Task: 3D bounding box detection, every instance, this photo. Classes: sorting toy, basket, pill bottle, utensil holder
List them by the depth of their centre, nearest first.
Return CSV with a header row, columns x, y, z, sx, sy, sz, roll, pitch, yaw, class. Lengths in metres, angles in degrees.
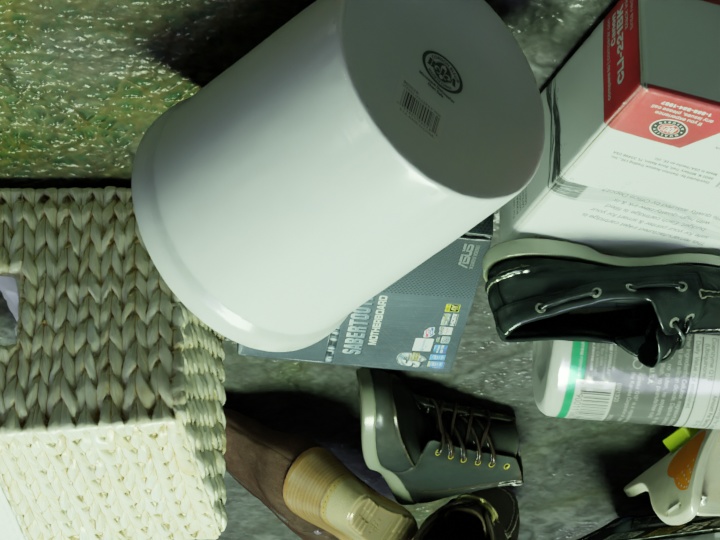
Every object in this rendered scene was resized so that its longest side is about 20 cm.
x,y,z,sx,sy,sz,roll,pitch,yaw,class
-0.012,-0.069,1.486,0.169,0.171,0.200,23,140,-32,utensil holder
-0.182,0.067,1.696,0.159,0.200,0.200,-5,148,5,basket
0.222,0.049,1.700,0.198,0.114,0.113,4,149,-5,pill bottle
0.291,0.150,1.906,0.198,0.108,0.180,2,164,-22,sorting toy

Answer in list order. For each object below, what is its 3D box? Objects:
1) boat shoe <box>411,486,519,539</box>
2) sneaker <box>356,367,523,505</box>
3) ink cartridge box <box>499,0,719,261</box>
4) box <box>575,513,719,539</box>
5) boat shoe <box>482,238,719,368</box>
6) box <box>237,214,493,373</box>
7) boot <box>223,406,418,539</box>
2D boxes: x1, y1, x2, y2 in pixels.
x,y,z,sx,sy,sz,roll,pitch,yaw,class
0.080,0.212,1.960,0.071,0.200,0.060,27,121,15,boat shoe
0.061,0.117,1.890,0.105,0.075,0.200,-9,158,11,sneaker
0.188,-0.077,1.535,0.143,0.084,0.200,13,147,-18,ink cartridge box
0.256,0.220,1.969,0.156,0.050,0.200,-10,178,20,box
0.174,0.028,1.567,0.198,0.067,0.075,9,150,-13,boat shoe
0.000,0.000,1.709,0.156,0.051,0.200,6,149,-5,box
-0.044,0.173,1.957,0.166,0.073,0.200,30,163,26,boot
